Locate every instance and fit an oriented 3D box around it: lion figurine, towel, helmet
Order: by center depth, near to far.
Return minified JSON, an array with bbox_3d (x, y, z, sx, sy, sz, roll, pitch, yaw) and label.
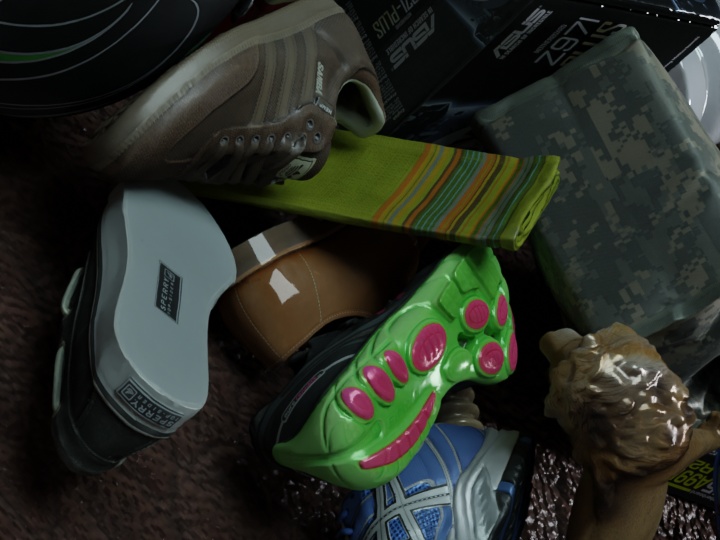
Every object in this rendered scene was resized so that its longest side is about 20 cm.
[{"bbox_3d":[-0.155,-0.167,1.004,0.200,0.190,0.200,58,14,-23],"label":"helmet"},{"bbox_3d":[0.120,0.122,1.059,0.122,0.072,0.201,-7,107,-57],"label":"lion figurine"},{"bbox_3d":[-0.005,-0.049,1.099,0.199,0.018,0.086,10,29,16],"label":"towel"}]

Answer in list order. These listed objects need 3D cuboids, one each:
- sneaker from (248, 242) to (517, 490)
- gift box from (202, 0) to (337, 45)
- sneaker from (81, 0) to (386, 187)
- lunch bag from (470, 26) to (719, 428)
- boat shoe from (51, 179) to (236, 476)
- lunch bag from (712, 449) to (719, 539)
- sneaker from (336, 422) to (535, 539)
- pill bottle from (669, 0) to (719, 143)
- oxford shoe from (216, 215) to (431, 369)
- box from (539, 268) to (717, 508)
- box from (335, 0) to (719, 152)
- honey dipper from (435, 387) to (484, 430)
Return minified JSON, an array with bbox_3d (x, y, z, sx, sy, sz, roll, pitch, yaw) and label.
[{"bbox_3d":[0.013,0.040,1.057,0.200,0.083,0.077,-33,114,-53],"label":"sneaker"},{"bbox_3d":[-0.004,-0.232,1.200,0.186,0.200,0.185,-18,72,-41],"label":"gift box"},{"bbox_3d":[-0.048,-0.073,1.040,0.076,0.070,0.200,54,39,-1],"label":"sneaker"},{"bbox_3d":[0.158,-0.007,1.187,0.164,0.117,0.200,65,9,28],"label":"lunch bag"},{"bbox_3d":[-0.105,0.018,0.984,0.071,0.064,0.200,42,22,-17],"label":"boat shoe"},{"bbox_3d":[0.274,0.166,1.157,0.082,0.160,0.201,7,73,-42],"label":"lunch bag"},{"bbox_3d":[0.020,0.146,1.016,0.077,0.076,0.200,13,39,15],"label":"sneaker"},{"bbox_3d":[0.213,-0.135,1.461,0.114,0.113,0.200,54,34,8],"label":"pill bottle"},{"bbox_3d":[0.000,0.000,1.131,0.200,0.071,0.071,-27,83,-45],"label":"oxford shoe"},{"bbox_3d":[0.185,0.043,1.316,0.160,0.044,0.201,21,43,-36],"label":"box"},{"bbox_3d":[0.067,-0.116,1.195,0.163,0.200,0.086,2,55,-48],"label":"box"},{"bbox_3d":[0.059,0.142,1.086,0.038,0.038,0.201,14,51,-41],"label":"honey dipper"}]
